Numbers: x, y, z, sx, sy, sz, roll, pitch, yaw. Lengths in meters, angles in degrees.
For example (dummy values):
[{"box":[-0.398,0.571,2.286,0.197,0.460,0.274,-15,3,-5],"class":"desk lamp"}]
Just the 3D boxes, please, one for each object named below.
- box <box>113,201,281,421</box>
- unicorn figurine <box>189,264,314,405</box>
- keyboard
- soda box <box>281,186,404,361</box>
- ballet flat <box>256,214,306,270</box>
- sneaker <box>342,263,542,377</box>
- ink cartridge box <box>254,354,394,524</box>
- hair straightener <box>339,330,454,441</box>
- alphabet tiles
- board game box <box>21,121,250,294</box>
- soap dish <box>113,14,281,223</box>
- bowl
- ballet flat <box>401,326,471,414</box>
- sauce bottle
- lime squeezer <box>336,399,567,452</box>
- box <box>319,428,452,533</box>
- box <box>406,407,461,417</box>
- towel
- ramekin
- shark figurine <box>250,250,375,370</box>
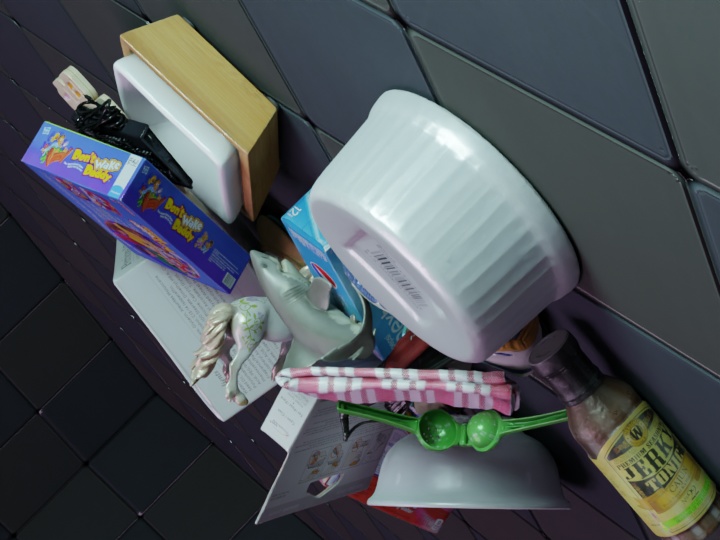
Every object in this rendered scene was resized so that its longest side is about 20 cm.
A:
[{"box":[-0.161,0.025,1.898,0.200,0.130,0.199,54,-176,-17],"class":"box"},{"box":[-0.076,0.049,1.670,0.074,0.200,0.138,17,110,30],"class":"unicorn figurine"},{"box":[-0.231,-0.115,1.614,0.104,0.040,0.200,51,164,-25],"class":"keyboard"},{"box":[0.000,0.000,1.591,0.064,0.068,0.200,36,165,34],"class":"soda box"},{"box":[-0.058,0.009,1.821,0.200,0.063,0.069,37,167,35],"class":"ballet flat"},{"box":[0.066,0.031,1.446,0.200,0.075,0.088,34,166,31],"class":"sneaker"},{"box":[-0.025,0.151,1.715,0.045,0.177,0.200,37,-157,25],"class":"ink cartridge box"},{"box":[0.050,0.102,1.573,0.077,0.200,0.041,25,-142,-25],"class":"hair straightener"},{"box":[-0.223,-0.118,1.695,0.200,0.015,0.196,47,166,-10],"class":"alphabet tiles"},{"box":[-0.208,-0.057,1.631,0.134,0.045,0.200,22,166,34],"class":"board game box"},{"box":[-0.144,-0.137,1.592,0.157,0.081,0.200,43,167,9],"class":"soap dish"},{"box":[0.107,0.190,1.709,0.200,0.091,0.201,1,171,0],"class":"bowl"},{"box":[0.079,0.088,1.651,0.069,0.069,0.200,41,166,19],"class":"ballet flat"},{"box":[0.205,0.131,1.353,0.200,0.065,0.065,47,167,-15],"class":"sauce bottle"},{"box":[0.085,0.125,1.456,0.199,0.038,0.071,1,139,15],"class":"lime squeezer"},{"box":[0.027,0.204,1.933,0.200,0.100,0.095,29,-172,-41],"class":"box"},{"box":[0.019,0.092,1.889,0.200,0.040,0.137,38,166,30],"class":"box"},{"box":[0.034,0.102,1.472,0.199,0.030,0.146,1,172,8],"class":"towel"},{"box":[0.054,-0.026,1.268,0.200,0.098,0.201,43,168,12],"class":"ramekin"},{"box":[-0.035,0.065,1.557,0.128,0.089,0.214,51,169,-29],"class":"shark figurine"}]
